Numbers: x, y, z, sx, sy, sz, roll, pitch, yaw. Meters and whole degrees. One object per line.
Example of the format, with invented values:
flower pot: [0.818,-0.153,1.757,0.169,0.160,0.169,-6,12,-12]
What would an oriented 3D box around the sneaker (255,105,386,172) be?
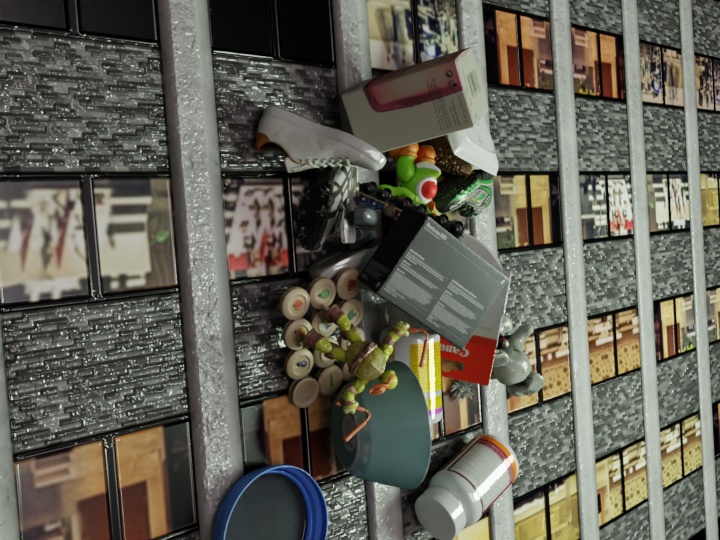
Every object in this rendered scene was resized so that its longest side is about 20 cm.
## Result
sneaker: [-0.063,-0.172,1.245,0.073,0.199,0.085,59,52,-80]

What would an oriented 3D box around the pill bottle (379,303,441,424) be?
pill bottle: [0.085,0.157,1.413,0.104,0.104,0.202,-2,91,-45]

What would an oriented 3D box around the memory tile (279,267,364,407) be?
memory tile: [-0.054,0.104,1.293,0.153,0.017,0.201,-19,116,-33]

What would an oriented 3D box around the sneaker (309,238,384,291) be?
sneaker: [0.000,0.000,1.358,0.200,0.070,0.081,-17,104,-44]

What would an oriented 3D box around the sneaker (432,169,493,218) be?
sneaker: [0.199,-0.133,1.539,0.200,0.078,0.086,-25,111,-53]

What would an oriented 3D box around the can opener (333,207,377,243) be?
can opener: [0.002,-0.068,1.307,0.200,0.066,0.053,-10,100,-82]

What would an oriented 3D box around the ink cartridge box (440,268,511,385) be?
ink cartridge box: [0.168,0.084,1.461,0.057,0.161,0.201,68,35,-67]

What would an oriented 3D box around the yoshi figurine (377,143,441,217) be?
yoshi figurine: [0.086,-0.117,1.449,0.112,0.112,0.201,76,10,-73]

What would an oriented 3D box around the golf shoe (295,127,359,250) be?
golf shoe: [-0.040,-0.120,1.316,0.094,0.077,0.201,24,74,-42]

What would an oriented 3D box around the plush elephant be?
plush elephant: [0.258,0.153,1.548,0.164,0.154,0.201,35,65,-38]

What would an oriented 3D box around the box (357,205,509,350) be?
box: [0.117,0.013,1.310,0.200,0.079,0.142,34,92,-31]

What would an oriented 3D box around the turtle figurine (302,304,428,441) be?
turtle figurine: [-0.007,0.135,1.225,0.200,0.161,0.064,-53,163,-5]

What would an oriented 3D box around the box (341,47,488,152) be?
box: [0.090,-0.271,1.341,0.110,0.199,0.128,71,25,-17]

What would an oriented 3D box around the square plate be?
square plate: [0.186,-0.280,1.498,0.200,0.028,0.199,10,59,-59]

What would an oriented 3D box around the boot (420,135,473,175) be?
boot: [0.145,-0.262,1.498,0.200,0.075,0.108,44,53,-25]

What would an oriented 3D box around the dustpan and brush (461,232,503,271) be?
dustpan and brush: [0.154,-0.040,1.462,0.057,0.139,0.201,53,13,-64]

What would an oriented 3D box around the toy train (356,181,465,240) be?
toy train: [0.078,-0.094,1.377,0.046,0.199,0.034,-68,167,19]

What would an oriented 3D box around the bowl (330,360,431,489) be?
bowl: [0.020,0.247,1.308,0.104,0.201,0.202,-2,90,-22]

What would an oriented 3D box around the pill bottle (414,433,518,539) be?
pill bottle: [0.193,0.392,1.512,0.200,0.109,0.110,-32,111,-40]

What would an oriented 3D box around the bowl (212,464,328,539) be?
bowl: [-0.134,0.388,1.237,0.200,0.039,0.202,1,89,-45]
